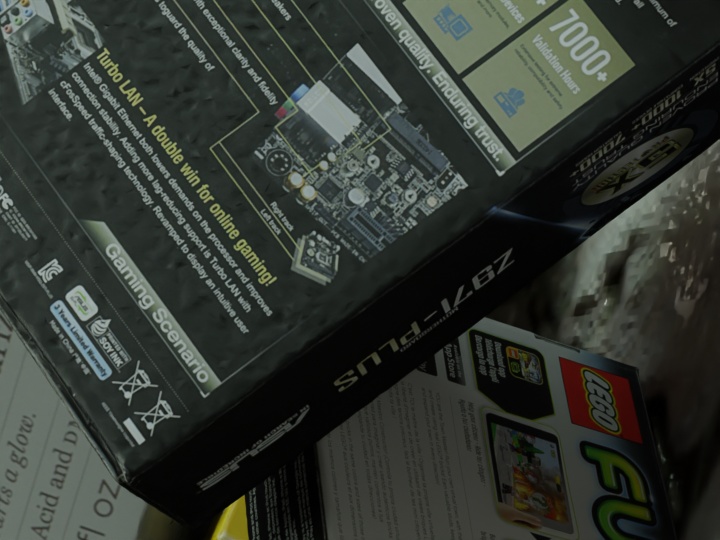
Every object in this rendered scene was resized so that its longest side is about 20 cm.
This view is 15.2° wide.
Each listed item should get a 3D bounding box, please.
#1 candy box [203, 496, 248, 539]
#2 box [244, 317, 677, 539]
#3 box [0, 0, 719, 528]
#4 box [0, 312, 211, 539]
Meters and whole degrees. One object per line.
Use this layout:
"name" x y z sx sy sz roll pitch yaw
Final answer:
"candy box" 0.000 0.000 0.771 0.102 0.026 0.200 125 168 -70
"box" 0.031 0.093 0.635 0.035 0.110 0.200 -51 32 36
"box" -0.037 -0.071 0.611 0.164 0.200 0.086 -37 -13 -2
"box" -0.090 0.009 0.789 0.200 0.130 0.199 -52 -18 -72
